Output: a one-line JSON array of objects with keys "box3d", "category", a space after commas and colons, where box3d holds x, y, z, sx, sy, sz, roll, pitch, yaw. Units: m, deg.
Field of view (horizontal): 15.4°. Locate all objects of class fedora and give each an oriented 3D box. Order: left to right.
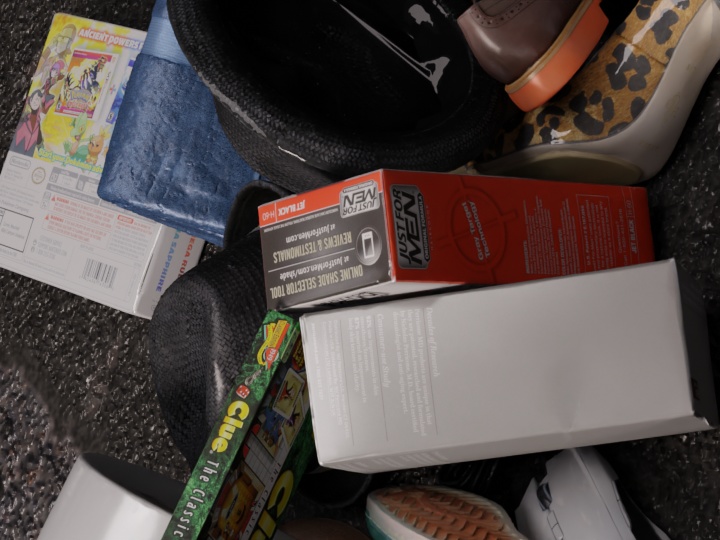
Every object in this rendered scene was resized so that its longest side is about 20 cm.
[{"box3d": [-0.065, 0.052, 1.526, 0.200, 0.091, 0.201, 39, 138, 48], "category": "fedora"}, {"box3d": [-0.019, -0.101, 1.457, 0.092, 0.200, 0.201, 111, 148, -47], "category": "fedora"}]

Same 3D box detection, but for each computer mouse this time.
[{"box3d": [0.111, 0.130, 1.422, 0.110, 0.044, 0.200, -52, 44, 17], "category": "computer mouse"}]

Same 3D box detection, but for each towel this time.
[{"box3d": [-0.089, -0.121, 1.684, 0.049, 0.111, 0.201, 120, 169, -88], "category": "towel"}]

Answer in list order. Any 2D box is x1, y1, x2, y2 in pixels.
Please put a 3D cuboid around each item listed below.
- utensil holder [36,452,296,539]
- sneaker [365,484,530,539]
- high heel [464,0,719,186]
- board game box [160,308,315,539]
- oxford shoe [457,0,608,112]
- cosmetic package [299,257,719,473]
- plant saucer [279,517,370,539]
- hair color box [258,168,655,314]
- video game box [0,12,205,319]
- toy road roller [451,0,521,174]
[{"box3d": [-0.128, 0.226, 1.504, 0.170, 0.170, 0.201, 26, 91, 48], "category": "utensil holder"}, {"box3d": [0.061, 0.176, 1.392, 0.200, 0.071, 0.080, 31, 120, 54], "category": "sneaker"}, {"box3d": [0.144, -0.124, 1.466, 0.199, 0.071, 0.143, -13, 65, 33], "category": "high heel"}, {"box3d": [-0.069, 0.129, 1.379, 0.023, 0.105, 0.201, 20, 74, 17], "category": "board game box"}, {"box3d": [0.106, -0.170, 1.465, 0.071, 0.072, 0.200, -41, 14, 35], "category": "oxford shoe"}, {"box3d": [0.079, 0.052, 1.371, 0.199, 0.107, 0.091, -11, 80, 11], "category": "cosmetic package"}, {"box3d": [-0.050, 0.241, 1.560, 0.200, 0.032, 0.201, -20, 61, 40], "category": "plant saucer"}, {"box3d": [0.054, -0.012, 1.411, 0.101, 0.199, 0.062, -14, 79, 46], "category": "hair color box"}, {"box3d": [-0.166, -0.072, 1.792, 0.200, 0.047, 0.183, 18, 90, 48], "category": "video game box"}, {"box3d": [0.027, -0.132, 1.579, 0.200, 0.146, 0.123, 38, 106, 9], "category": "toy road roller"}]
